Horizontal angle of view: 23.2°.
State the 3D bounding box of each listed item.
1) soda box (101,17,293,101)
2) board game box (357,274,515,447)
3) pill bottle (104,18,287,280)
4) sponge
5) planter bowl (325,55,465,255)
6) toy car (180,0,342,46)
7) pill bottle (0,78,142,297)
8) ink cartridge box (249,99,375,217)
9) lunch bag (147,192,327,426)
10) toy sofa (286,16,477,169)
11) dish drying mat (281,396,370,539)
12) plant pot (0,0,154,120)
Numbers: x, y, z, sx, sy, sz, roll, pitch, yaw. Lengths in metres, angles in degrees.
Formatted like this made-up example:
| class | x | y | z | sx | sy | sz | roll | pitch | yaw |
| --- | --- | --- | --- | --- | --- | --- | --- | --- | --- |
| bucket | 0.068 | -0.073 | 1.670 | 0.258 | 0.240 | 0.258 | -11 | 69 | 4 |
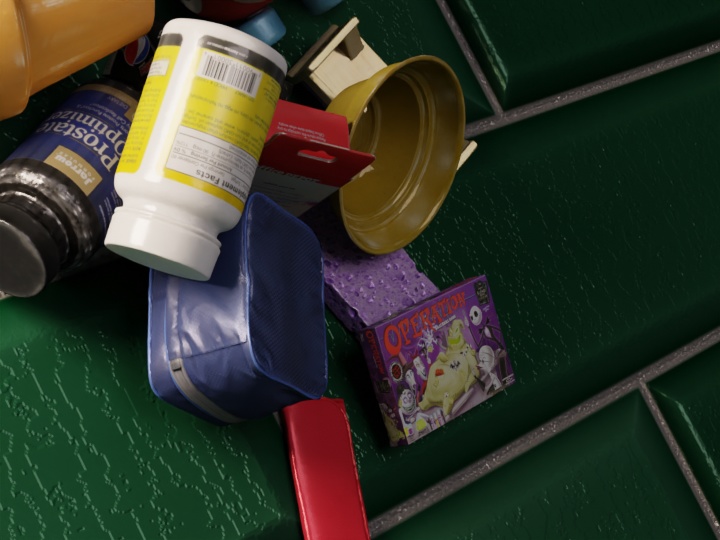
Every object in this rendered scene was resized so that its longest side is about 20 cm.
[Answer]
| class | x | y | z | sx | sy | sz | roll | pitch | yaw |
| --- | --- | --- | --- | --- | --- | --- | --- | --- | --- |
| soda box | -0.150 | -0.179 | 1.649 | 0.200 | 0.063 | 0.071 | 21 | 91 | -57 |
| board game box | 0.080 | 0.088 | 1.751 | 0.199 | 0.032 | 0.121 | -24 | 95 | -50 |
| pill bottle | -0.143 | -0.101 | 1.490 | 0.114 | 0.114 | 0.202 | 22 | 80 | -29 |
| sponge | 0.000 | 0.000 | 1.762 | 0.200 | 0.030 | 0.112 | 49 | 46 | -9 |
| planter bowl | 0.013 | -0.123 | 1.726 | 0.200 | 0.083 | 0.202 | -32 | 132 | -43 |
| toy car | -0.118 | -0.300 | 1.686 | 0.185 | 0.176 | 0.200 | 57 | 17 | -12 |
| pill bottle | -0.257 | -0.071 | 1.528 | 0.112 | 0.112 | 0.200 | 45 | 46 | -11 |
| ink cartridge box | -0.088 | -0.101 | 1.623 | 0.115 | 0.200 | 0.068 | 11 | 62 | -35 |
| lunch bag | -0.119 | 0.031 | 1.572 | 0.136 | 0.131 | 0.202 | 36 | 44 | -51 |
| toy sofa | 0.018 | -0.163 | 1.843 | 0.200 | 0.097 | 0.083 | 45 | 71 | -12 |
| dish drying mat | -0.027 | 0.213 | 1.633 | 0.076 | 0.018 | 0.202 | 5 | 64 | -37 |
| plant pot | -0.283 | -0.241 | 1.499 | 0.182 | 0.200 | 0.202 | -19 | 79 | -21 |
